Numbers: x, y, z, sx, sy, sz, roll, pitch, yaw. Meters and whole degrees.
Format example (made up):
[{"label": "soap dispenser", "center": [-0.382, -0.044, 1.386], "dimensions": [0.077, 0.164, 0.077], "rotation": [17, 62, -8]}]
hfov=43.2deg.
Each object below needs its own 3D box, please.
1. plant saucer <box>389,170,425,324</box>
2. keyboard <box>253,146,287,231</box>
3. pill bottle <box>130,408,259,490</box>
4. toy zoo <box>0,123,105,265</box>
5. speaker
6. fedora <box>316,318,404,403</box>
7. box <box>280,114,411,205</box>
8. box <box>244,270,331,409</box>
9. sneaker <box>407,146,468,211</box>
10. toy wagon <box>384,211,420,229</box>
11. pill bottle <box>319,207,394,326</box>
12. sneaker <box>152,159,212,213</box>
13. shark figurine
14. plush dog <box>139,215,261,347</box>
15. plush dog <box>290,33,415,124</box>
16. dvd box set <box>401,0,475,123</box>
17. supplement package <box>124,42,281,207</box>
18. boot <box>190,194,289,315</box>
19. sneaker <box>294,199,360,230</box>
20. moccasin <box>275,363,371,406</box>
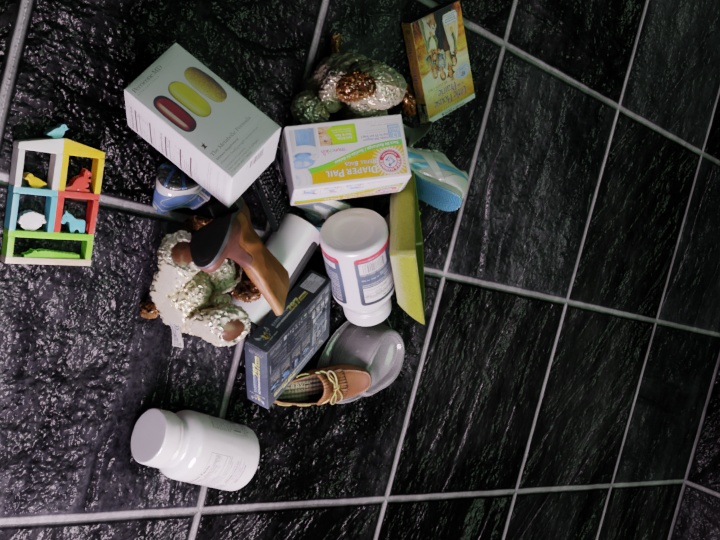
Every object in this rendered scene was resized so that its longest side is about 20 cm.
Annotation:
[{"label": "plant saucer", "center": [0.082, -0.038, 1.612], "dimensions": [0.200, 0.048, 0.201], "rotation": [78, 10, -49]}, {"label": "keyboard", "center": [-0.149, -0.169, 1.495], "dimensions": [0.104, 0.039, 0.200], "rotation": [-80, 160, -47]}, {"label": "pill bottle", "center": [-0.273, 0.293, 1.503], "dimensions": [0.200, 0.114, 0.115], "rotation": [28, 83, -45]}, {"label": "toy zoo", "center": [-0.433, -0.108, 1.291], "dimensions": [0.131, 0.020, 0.201], "rotation": [3, 101, -45]}, {"label": "speaker", "center": [-0.149, 0.004, 1.563], "dimensions": [0.081, 0.081, 0.200], "rotation": [45, 70, -42]}, {"label": "fedora", "center": [0.015, 0.177, 1.767], "dimensions": [0.200, 0.090, 0.177], "rotation": [-49, 131, -22]}, {"label": "box", "center": [-0.025, -0.184, 1.523], "dimensions": [0.199, 0.101, 0.113], "rotation": [-9, 81, -10]}, {"label": "box", "center": [-0.123, 0.119, 1.579], "dimensions": [0.200, 0.051, 0.158], "rotation": [-49, 155, -37]}, {"label": "sneaker", "center": [0.103, -0.187, 1.658], "dimensions": [0.200, 0.077, 0.081], "rotation": [31, 53, -7]}, {"label": "toy wagon", "center": [0.053, -0.050, 1.727], "dimensions": [0.200, 0.039, 0.156], "rotation": [7, 107, -66]}, {"label": "pill bottle", "center": [0.000, 0.000, 1.609], "dimensions": [0.120, 0.119, 0.200], "rotation": [-42, 143, -28]}, {"label": "sneaker", "center": [-0.251, -0.145, 1.435], "dimensions": [0.200, 0.076, 0.077], "rotation": [-23, 156, -48]}, {"label": "shark figurine", "center": [0.066, -0.181, 1.713], "dimensions": [0.214, 0.089, 0.128], "rotation": [-43, 130, -24]}, {"label": "plush dog", "center": [-0.251, 0.011, 1.440], "dimensions": [0.200, 0.160, 0.172], "rotation": [58, 42, -18]}, {"label": "plush dog", "center": [0.003, -0.313, 1.536], "dimensions": [0.199, 0.171, 0.161], "rotation": [-3, 106, -44]}, {"label": "dvd box set", "center": [0.154, -0.405, 1.769], "dimensions": [0.146, 0.029, 0.201], "rotation": [-33, 123, -33]}, {"label": "supplement package", "center": [-0.230, -0.209, 1.321], "dimensions": [0.200, 0.110, 0.114], "rotation": [38, 68, 3]}, {"label": "boot", "center": [-0.179, -0.004, 1.399], "dimensions": [0.068, 0.189, 0.200], "rotation": [-21, 123, 11]}, {"label": "sneaker", "center": [-0.051, -0.087, 1.633], "dimensions": [0.200, 0.077, 0.087], "rotation": [19, 92, -46]}, {"label": "moccasin", "center": [-0.073, 0.210, 1.656], "dimensions": [0.200, 0.078, 0.074], "rotation": [2, 99, -22]}]
